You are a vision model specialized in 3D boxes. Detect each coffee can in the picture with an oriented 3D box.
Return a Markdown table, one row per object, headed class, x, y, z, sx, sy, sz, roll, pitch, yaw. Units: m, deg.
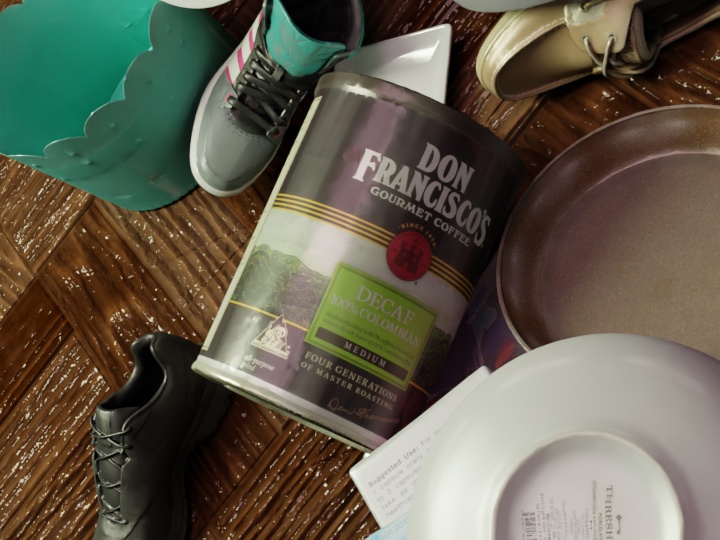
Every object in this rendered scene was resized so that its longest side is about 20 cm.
| class | x | y | z | sx | sy | sz | roll | pitch | yaw |
| --- | --- | --- | --- | --- | --- | --- | --- | --- | --- |
| coffee can | 0.000 | 0.000 | 0.864 | 0.145 | 0.146 | 0.202 | 17 | 80 | 41 |

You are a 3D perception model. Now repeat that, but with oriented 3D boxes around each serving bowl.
| class | x | y | z | sx | sy | sz | roll | pitch | yaw |
| --- | --- | --- | --- | --- | --- | --- | --- | --- | --- |
| serving bowl | 0.106 | 0.120 | 0.611 | 0.198 | 0.066 | 0.203 | -8 | 70 | 21 |

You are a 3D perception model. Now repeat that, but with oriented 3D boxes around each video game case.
| class | x | y | z | sx | sy | sz | roll | pitch | yaw |
| --- | --- | --- | --- | --- | --- | --- | --- | --- | --- |
| video game case | 0.113 | 0.081 | 0.848 | 0.182 | 0.023 | 0.201 | 34 | 91 | 43 |

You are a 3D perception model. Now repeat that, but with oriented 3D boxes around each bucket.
| class | x | y | z | sx | sy | sz | roll | pitch | yaw |
| --- | --- | --- | --- | --- | --- | --- | --- | --- | --- |
| bucket | -0.200 | -0.157 | 1.130 | 0.205 | 0.134 | 0.210 | -16 | 59 | 30 |

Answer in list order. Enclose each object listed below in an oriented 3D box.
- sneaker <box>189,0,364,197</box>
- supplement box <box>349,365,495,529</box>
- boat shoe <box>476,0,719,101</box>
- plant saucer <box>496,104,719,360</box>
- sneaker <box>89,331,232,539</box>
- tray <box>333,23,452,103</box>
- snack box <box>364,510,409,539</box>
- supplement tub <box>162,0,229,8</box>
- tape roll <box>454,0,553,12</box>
| class | x | y | z | sx | sy | sz | roll | pitch | yaw |
| --- | --- | --- | --- | --- | --- | --- | --- | --- | --- |
| sneaker | -0.059 | -0.150 | 1.029 | 0.202 | 0.083 | 0.121 | -64 | 11 | -9 |
| supplement box | 0.095 | 0.167 | 0.738 | 0.103 | 0.101 | 0.201 | -39 | 62 | 9 |
| boat shoe | 0.165 | -0.162 | 0.893 | 0.199 | 0.071 | 0.065 | -31 | 52 | 21 |
| plant saucer | 0.177 | -0.010 | 0.813 | 0.198 | 0.032 | 0.202 | -16 | 49 | 19 |
| sneaker | -0.163 | 0.138 | 0.989 | 0.075 | 0.091 | 0.202 | 5 | 73 | 37 |
| tray | 0.018 | -0.077 | 0.999 | 0.106 | 0.022 | 0.203 | -8 | 64 | 34 |
| snack box | 0.078 | 0.153 | 0.671 | 0.199 | 0.037 | 0.117 | -35 | 62 | 10 |
| supplement tub | -0.102 | -0.293 | 1.038 | 0.144 | 0.146 | 0.201 | -24 | 24 | 27 |
| tape roll | 0.135 | -0.255 | 0.910 | 0.198 | 0.067 | 0.201 | -24 | 29 | 14 |
